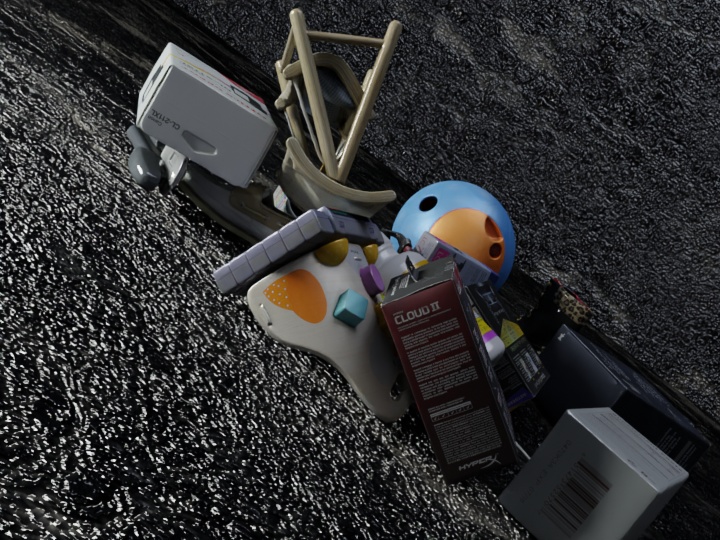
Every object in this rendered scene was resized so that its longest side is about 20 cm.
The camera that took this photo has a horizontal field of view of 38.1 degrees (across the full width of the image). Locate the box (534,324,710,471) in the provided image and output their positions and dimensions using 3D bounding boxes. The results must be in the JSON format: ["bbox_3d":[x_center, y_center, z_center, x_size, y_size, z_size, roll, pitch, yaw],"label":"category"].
[{"bbox_3d":[0.374,0.209,1.547,0.199,0.118,0.197,32,11,-27],"label":"box"}]

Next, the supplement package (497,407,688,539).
[{"bbox_3d":[0.241,0.220,1.060,0.117,0.118,0.199,40,11,24],"label":"supplement package"}]

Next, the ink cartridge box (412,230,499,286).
[{"bbox_3d":[0.125,0.031,1.501,0.042,0.120,0.199,38,9,39],"label":"ink cartridge box"}]

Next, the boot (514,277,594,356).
[{"bbox_3d":[0.283,0.078,1.726,0.073,0.151,0.200,25,15,-44],"label":"boot"}]

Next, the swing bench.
[{"bbox_3d":[-0.032,-0.159,1.175,0.127,0.204,0.199,4,-6,-8],"label":"swing bench"}]

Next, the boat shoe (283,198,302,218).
[{"bbox_3d":[-0.048,-0.037,1.320,0.072,0.063,0.200,-12,30,-25],"label":"boat shoe"}]

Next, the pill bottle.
[{"bbox_3d":[0.064,0.051,1.193,0.200,0.104,0.104,48,13,14],"label":"pill bottle"}]

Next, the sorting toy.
[{"bbox_3d":[0.003,0.071,1.065,0.182,0.106,0.200,58,15,11],"label":"sorting toy"}]

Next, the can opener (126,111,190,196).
[{"bbox_3d":[-0.248,-0.148,1.242,0.066,0.053,0.200,29,13,-30],"label":"can opener"}]

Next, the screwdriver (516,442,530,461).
[{"bbox_3d":[0.151,0.163,1.266,0.200,0.029,0.028,43,13,35],"label":"screwdriver"}]

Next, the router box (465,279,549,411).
[{"bbox_3d":[0.175,0.095,1.355,0.159,0.052,0.200,59,14,7],"label":"router box"}]

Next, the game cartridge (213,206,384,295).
[{"bbox_3d":[-0.057,-0.017,1.090,0.039,0.129,0.200,57,15,12],"label":"game cartridge"}]

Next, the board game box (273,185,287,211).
[{"bbox_3d":[-0.064,-0.068,1.548,0.134,0.034,0.200,34,11,-14],"label":"board game box"}]

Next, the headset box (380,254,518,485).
[{"bbox_3d":[0.083,0.081,1.007,0.149,0.074,0.203,-62,132,-79],"label":"headset box"}]

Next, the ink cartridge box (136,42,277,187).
[{"bbox_3d":[-0.185,-0.189,1.246,0.144,0.083,0.200,30,10,-19],"label":"ink cartridge box"}]

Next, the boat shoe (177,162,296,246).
[{"bbox_3d":[-0.131,-0.074,1.258,0.199,0.069,0.075,37,10,1],"label":"boat shoe"}]

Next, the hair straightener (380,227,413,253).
[{"bbox_3d":[0.050,0.028,1.383,0.041,0.077,0.202,22,39,-43],"label":"hair straightener"}]

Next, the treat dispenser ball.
[{"bbox_3d":[0.145,-0.039,1.645,0.200,0.202,0.201,35,10,-7],"label":"treat dispenser ball"}]
